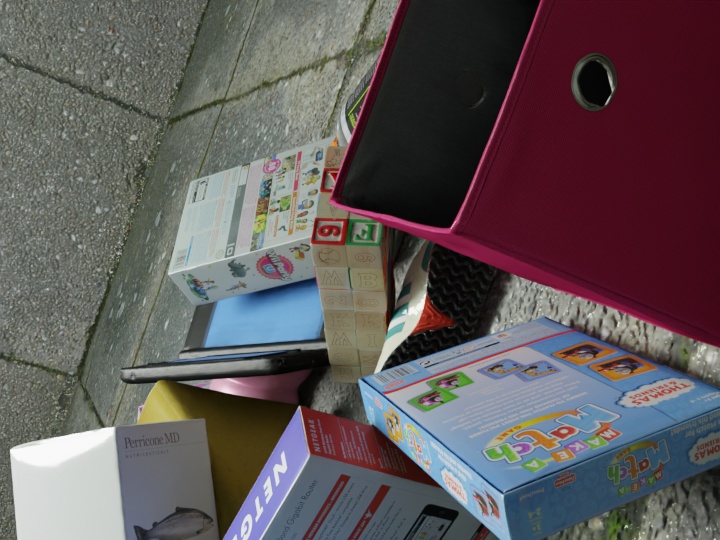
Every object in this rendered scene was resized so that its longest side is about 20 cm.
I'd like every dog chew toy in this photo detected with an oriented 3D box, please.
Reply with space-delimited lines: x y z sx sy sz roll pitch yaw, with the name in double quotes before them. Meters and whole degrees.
"dog chew toy" -0.121 0.137 1.053 0.124 0.123 0.203 -160 82 -67

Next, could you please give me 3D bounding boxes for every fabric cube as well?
"fabric cube" 0.127 -0.090 0.556 0.198 0.198 0.200 -69 22 1

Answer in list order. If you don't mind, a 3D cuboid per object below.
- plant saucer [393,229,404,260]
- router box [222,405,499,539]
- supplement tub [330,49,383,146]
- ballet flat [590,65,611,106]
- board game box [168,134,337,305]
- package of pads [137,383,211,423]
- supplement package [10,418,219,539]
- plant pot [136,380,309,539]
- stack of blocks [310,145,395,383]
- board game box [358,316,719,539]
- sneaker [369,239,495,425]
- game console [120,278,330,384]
"plant saucer" -0.013 -0.046 1.033 0.200 0.050 0.202 -47 32 43
"router box" -0.004 0.206 0.639 0.201 0.178 0.049 -60 25 22
"supplement tub" 0.056 -0.158 0.872 0.200 0.121 0.124 -47 32 42
"ballet flat" 0.159 -0.128 0.707 0.072 0.067 0.202 28 94 51
"board game box" -0.094 -0.054 0.966 0.198 0.064 0.149 -14 46 19
"package of pads" -0.205 0.210 1.104 0.200 0.075 0.122 -3 -88 -82
"supplement package" -0.191 0.230 0.725 0.116 0.117 0.203 -14 79 26
"plant pot" -0.109 0.248 0.851 0.200 0.194 0.196 34 103 50
"stack of blocks" 0.000 0.000 0.823 0.201 0.058 0.116 85 -170 -49
"board game box" 0.103 0.084 0.543 0.200 0.150 0.037 -156 52 -68
"sneaker" 0.061 0.047 0.789 0.093 0.070 0.202 -100 30 -82
"game console" -0.125 0.048 0.932 0.198 0.175 0.118 -7 86 27
